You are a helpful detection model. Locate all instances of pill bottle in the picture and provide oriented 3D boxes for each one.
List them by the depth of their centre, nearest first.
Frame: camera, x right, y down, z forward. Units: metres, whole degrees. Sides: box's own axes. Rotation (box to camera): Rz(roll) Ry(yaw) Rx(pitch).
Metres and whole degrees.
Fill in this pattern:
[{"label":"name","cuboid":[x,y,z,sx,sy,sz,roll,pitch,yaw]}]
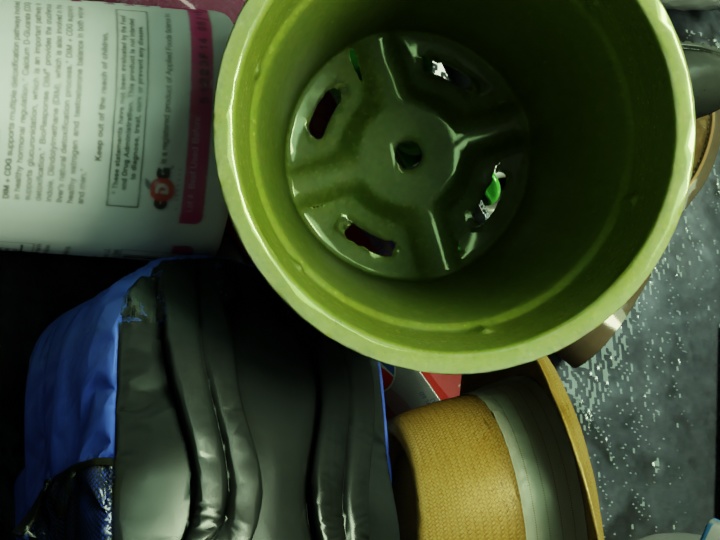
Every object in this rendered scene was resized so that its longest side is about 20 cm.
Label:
[{"label":"pill bottle","cuboid":[-0.158,-0.066,1.153,0.199,0.113,0.114,4,71,-10]}]

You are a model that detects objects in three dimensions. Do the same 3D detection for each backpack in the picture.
[{"label":"backpack","cuboid":[-0.082,0.101,1.157,0.162,0.168,0.201,13,67,-37]}]

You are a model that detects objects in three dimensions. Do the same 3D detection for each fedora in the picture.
[{"label":"fedora","cuboid":[0.049,0.121,1.190,0.081,0.201,0.202,-8,79,-15]}]

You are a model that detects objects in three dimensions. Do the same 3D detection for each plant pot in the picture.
[{"label":"plant pot","cuboid":[0.030,-0.057,1.156,0.199,0.190,0.201,0,90,-6]}]

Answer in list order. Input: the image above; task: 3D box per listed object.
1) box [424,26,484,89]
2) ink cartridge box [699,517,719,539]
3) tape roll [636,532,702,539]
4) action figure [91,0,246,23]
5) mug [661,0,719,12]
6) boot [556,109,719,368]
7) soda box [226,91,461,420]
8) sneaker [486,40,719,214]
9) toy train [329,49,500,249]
[{"label":"box","cuboid":[0.042,-0.176,1.327,0.200,0.046,0.159,-100,166,-52]},{"label":"ink cartridge box","cuboid":[0.224,0.224,1.265,0.200,0.084,0.147,27,85,-42]},{"label":"tape roll","cuboid":[0.163,0.236,1.317,0.200,0.066,0.201,-13,111,-38]},{"label":"action figure","cuboid":[-0.140,-0.143,1.259,0.199,0.134,0.149,29,92,-22]},{"label":"mug","cuboid":[0.170,-0.195,1.468,0.175,0.147,0.201,-4,83,-31]},{"label":"boot","cuboid":[0.139,-0.044,1.445,0.075,0.074,0.200,38,56,-7]},{"label":"soda box","cuboid":[0.000,0.000,1.322,0.070,0.063,0.200,-42,101,-40]},{"label":"sneaker","cuboid":[0.118,-0.061,1.391,0.199,0.074,0.089,-16,62,-14]},{"label":"toy train","cuboid":[0.016,-0.075,1.283,0.042,0.056,0.201,-35,98,-45]}]
